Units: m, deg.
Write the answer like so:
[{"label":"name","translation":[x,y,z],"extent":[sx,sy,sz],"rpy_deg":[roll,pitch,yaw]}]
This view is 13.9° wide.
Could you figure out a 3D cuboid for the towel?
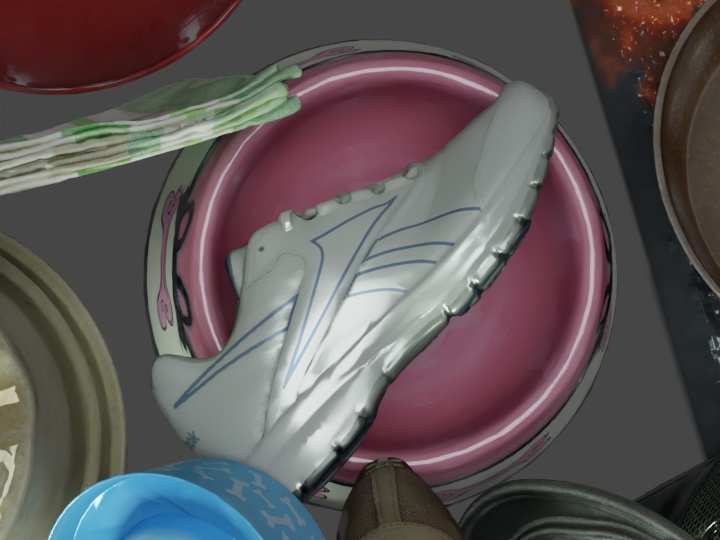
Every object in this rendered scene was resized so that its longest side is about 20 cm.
[{"label":"towel","translation":[-0.135,-0.045,1.124],"extent":[0.199,0.152,0.023],"rpy_deg":[-17,98,-22]}]

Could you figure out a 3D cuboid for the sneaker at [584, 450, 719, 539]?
[{"label":"sneaker","translation":[0.151,0.113,1.181],"extent":[0.199,0.114,0.076],"rpy_deg":[-38,90,0]}]

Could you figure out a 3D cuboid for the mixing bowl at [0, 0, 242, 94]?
[{"label":"mixing bowl","translation":[-0.123,-0.178,1.182],"extent":[0.199,0.108,0.201],"rpy_deg":[0,85,-6]}]

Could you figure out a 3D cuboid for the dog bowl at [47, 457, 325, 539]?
[{"label":"dog bowl","translation":[-0.040,0.160,1.098],"extent":[0.111,0.050,0.201],"rpy_deg":[-24,95,33]}]

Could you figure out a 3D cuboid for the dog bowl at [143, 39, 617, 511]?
[{"label":"dog bowl","translation":[0.012,0.000,1.197],"extent":[0.199,0.074,0.201],"rpy_deg":[0,86,-5]}]

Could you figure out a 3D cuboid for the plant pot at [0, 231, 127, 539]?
[{"label":"plant pot","translation":[-0.188,0.064,1.120],"extent":[0.200,0.183,0.201],"rpy_deg":[0,85,-5]}]

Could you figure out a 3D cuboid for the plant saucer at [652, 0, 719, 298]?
[{"label":"plant saucer","translation":[0.216,-0.042,1.216],"extent":[0.199,0.035,0.201],"rpy_deg":[2,69,-5]}]

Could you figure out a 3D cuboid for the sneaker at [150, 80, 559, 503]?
[{"label":"sneaker","translation":[0.000,0.000,1.126],"extent":[0.087,0.075,0.200],"rpy_deg":[40,83,4]}]

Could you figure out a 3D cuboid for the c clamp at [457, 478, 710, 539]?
[{"label":"c clamp","translation":[0.115,0.175,1.167],"extent":[0.170,0.027,0.201],"rpy_deg":[-5,105,35]}]

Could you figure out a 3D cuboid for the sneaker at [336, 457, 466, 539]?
[{"label":"sneaker","translation":[0.034,0.162,1.169],"extent":[0.070,0.076,0.201],"rpy_deg":[-9,125,3]}]
